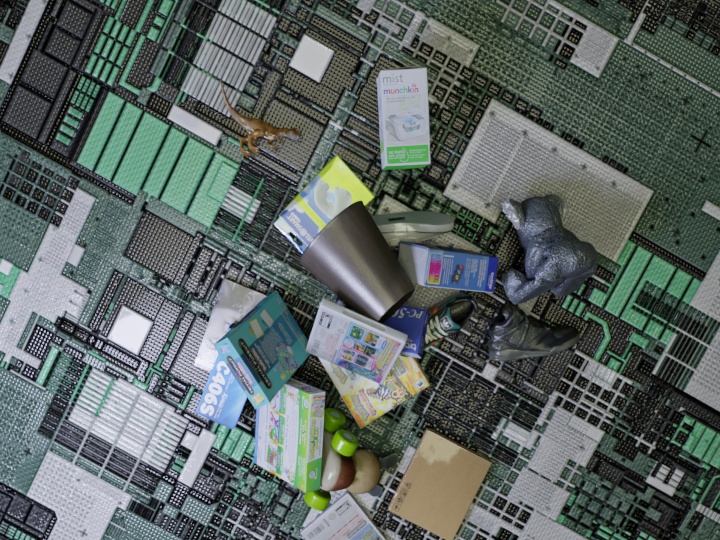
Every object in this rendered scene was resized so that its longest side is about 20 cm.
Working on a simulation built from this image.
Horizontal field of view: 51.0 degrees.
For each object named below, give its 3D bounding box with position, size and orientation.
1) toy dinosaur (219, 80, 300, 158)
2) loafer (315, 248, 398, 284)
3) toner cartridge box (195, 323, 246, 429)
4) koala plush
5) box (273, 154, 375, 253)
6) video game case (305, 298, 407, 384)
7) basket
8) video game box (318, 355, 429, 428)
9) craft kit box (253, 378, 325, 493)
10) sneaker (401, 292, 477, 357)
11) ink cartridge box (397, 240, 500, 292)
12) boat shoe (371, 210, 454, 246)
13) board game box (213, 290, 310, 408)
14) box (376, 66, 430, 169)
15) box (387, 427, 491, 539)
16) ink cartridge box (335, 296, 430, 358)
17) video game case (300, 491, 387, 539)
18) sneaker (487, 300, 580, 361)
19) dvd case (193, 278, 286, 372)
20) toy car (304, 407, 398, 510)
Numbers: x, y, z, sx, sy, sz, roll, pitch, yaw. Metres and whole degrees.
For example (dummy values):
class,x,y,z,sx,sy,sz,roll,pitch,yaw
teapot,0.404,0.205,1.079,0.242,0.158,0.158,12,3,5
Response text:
class,x,y,z,sx,sy,sz,roll,pitch,yaw
toy dinosaur,-0.223,-0.298,1.578,0.196,0.060,0.108,23,71,-7
loafer,0.000,0.000,1.589,0.195,0.063,0.074,-10,95,2
toner cartridge box,-0.273,0.226,1.611,0.093,0.043,0.204,22,97,-3
koala plush,0.376,-0.064,1.531,0.173,0.184,0.204,-7,68,-22
box,-0.078,-0.128,1.587,0.122,0.048,0.200,45,94,-3
video game case,-0.013,0.146,1.509,0.178,0.201,0.024,23,56,1
basket,0.003,0.000,1.490,0.180,0.136,0.201,-44,79,15
video game box,0.024,0.204,1.619,0.180,0.047,0.203,-32,94,6
craft kit box,-0.151,0.329,1.570,0.048,0.196,0.206,-1,98,-37
sneaker,0.159,0.111,1.570,0.198,0.080,0.072,-36,95,-9
ink cartridge box,0.187,-0.006,1.530,0.196,0.136,0.078,8,95,-25
boat shoe,0.099,-0.077,1.585,0.194,0.071,0.071,-5,120,-1
board game box,-0.191,0.157,1.531,0.046,0.200,0.153,-26,102,33
box,0.082,-0.294,1.492,0.094,0.200,0.182,-3,95,1
box,0.173,0.471,1.652,0.161,0.021,0.204,26,95,-2
ink cartridge box,0.038,0.113,1.552,0.195,0.044,0.096,9,76,18
video game case,-0.019,0.612,1.672,0.142,0.018,0.201,-39,93,4
sneaker,0.362,0.120,1.588,0.194,0.076,0.117,-7,102,7
dvd case,-0.261,0.138,1.631,0.146,0.016,0.204,21,96,-2
toy car,-0.015,0.417,1.616,0.197,0.158,0.167,21,104,-29
